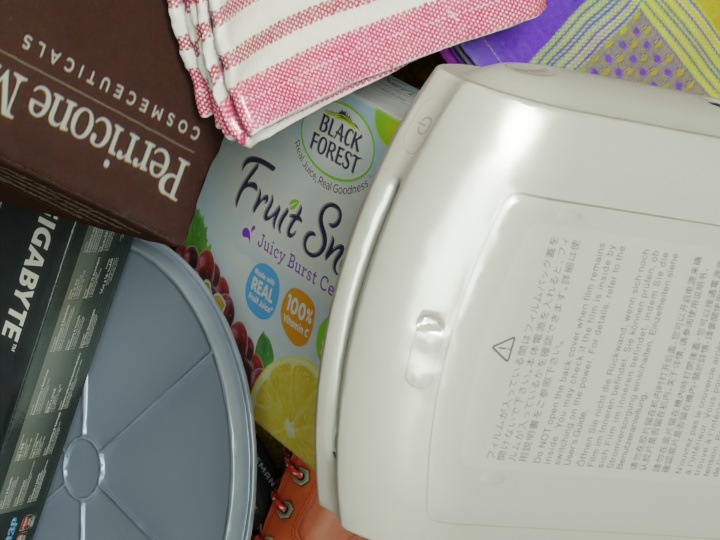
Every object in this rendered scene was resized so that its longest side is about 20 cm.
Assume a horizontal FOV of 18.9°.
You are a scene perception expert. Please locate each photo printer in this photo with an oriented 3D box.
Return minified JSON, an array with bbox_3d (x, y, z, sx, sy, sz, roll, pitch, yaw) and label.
[{"bbox_3d":[0.081,0.019,0.724,0.199,0.069,0.167,6,106,-31],"label":"photo printer"}]

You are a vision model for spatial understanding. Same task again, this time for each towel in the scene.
[{"bbox_3d":[-0.008,-0.156,0.718,0.146,0.030,0.201,-27,119,-27],"label":"towel"},{"bbox_3d":[0.091,-0.120,0.823,0.144,0.023,0.200,-41,122,-6],"label":"towel"}]

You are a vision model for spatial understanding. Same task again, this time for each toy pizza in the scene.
[{"bbox_3d":[-0.104,0.083,0.900,0.200,0.032,0.201,-5,82,45],"label":"toy pizza"}]

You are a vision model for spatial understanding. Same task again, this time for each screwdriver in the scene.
[{"bbox_3d":[-0.084,0.029,0.934,0.029,0.028,0.200,-31,100,-18],"label":"screwdriver"}]

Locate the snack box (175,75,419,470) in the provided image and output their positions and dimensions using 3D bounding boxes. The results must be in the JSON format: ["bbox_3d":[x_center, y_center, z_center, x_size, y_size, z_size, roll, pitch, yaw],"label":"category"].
[{"bbox_3d":[0.000,0.000,0.838,0.053,0.200,0.143,4,107,-37],"label":"snack box"}]

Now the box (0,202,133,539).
[{"bbox_3d":[-0.187,0.019,0.904,0.159,0.046,0.201,28,107,25],"label":"box"}]

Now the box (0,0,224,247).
[{"bbox_3d":[-0.132,-0.138,0.755,0.164,0.166,0.201,14,81,41],"label":"box"}]

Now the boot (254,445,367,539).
[{"bbox_3d":[-0.022,0.111,0.915,0.200,0.075,0.107,-28,97,-8],"label":"boot"}]
